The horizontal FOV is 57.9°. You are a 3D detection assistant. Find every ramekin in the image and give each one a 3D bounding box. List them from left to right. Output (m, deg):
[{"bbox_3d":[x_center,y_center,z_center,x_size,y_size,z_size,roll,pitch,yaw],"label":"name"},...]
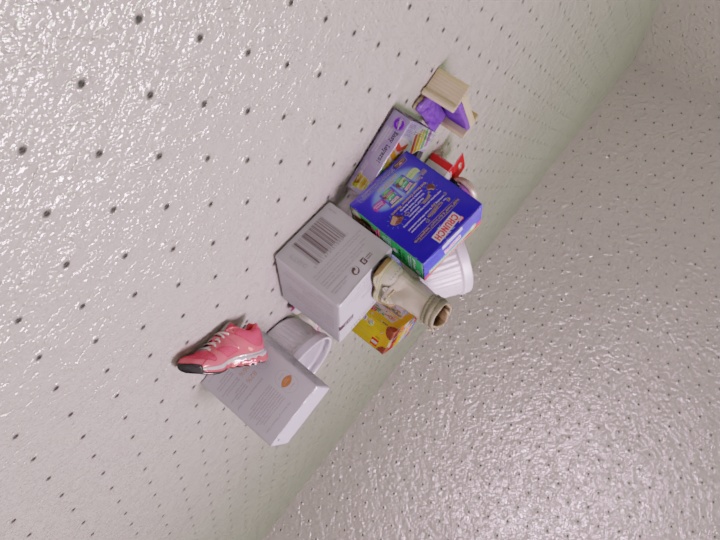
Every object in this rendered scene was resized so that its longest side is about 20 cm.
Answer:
[{"bbox_3d":[-0.170,0.204,1.519,0.200,0.105,0.200,-48,163,-19],"label":"ramekin"},{"bbox_3d":[0.148,-0.031,1.380,0.105,0.200,0.200,-21,158,-7],"label":"ramekin"}]

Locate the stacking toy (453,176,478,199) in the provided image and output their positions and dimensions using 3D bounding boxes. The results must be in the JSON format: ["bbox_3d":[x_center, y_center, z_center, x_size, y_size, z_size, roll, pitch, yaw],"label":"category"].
[{"bbox_3d":[0.204,-0.150,1.648,0.200,0.085,0.085,-40,161,-19],"label":"stacking toy"}]

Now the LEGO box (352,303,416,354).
[{"bbox_3d":[0.031,0.108,1.712,0.149,0.200,0.077,-28,150,-55],"label":"LEGO box"}]

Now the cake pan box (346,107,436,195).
[{"bbox_3d":[0.069,-0.234,1.362,0.184,0.052,0.200,-54,165,14],"label":"cake pan box"}]

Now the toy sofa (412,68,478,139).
[{"bbox_3d":[0.188,-0.344,1.407,0.098,0.083,0.200,-55,164,4],"label":"toy sofa"}]

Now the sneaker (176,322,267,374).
[{"bbox_3d":[-0.263,0.144,1.226,0.200,0.074,0.087,-7,92,-52],"label":"sneaker"}]

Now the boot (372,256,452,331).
[{"bbox_3d":[0.103,0.061,1.284,0.072,0.155,0.200,-51,164,-12],"label":"boot"}]

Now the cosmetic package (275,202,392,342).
[{"bbox_3d":[-0.053,0.008,1.318,0.165,0.165,0.200,-47,163,-20],"label":"cosmetic package"}]

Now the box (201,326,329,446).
[{"bbox_3d":[-0.194,0.238,1.345,0.152,0.200,0.106,-52,164,-2],"label":"box"}]

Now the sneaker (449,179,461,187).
[{"bbox_3d":[0.157,-0.145,1.540,0.200,0.071,0.080,-37,137,-13],"label":"sneaker"}]

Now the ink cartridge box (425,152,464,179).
[{"bbox_3d":[0.184,-0.223,1.681,0.200,0.067,0.116,-53,165,-1],"label":"ink cartridge box"}]

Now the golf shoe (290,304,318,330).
[{"bbox_3d":[-0.079,0.079,1.523,0.075,0.092,0.200,-50,169,35],"label":"golf shoe"}]

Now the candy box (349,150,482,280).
[{"bbox_3d":[0.108,-0.110,1.267,0.169,0.200,0.077,-44,154,-12],"label":"candy box"}]

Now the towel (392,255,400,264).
[{"bbox_3d":[0.139,-0.052,1.667,0.200,0.147,0.024,7,159,-40],"label":"towel"}]
